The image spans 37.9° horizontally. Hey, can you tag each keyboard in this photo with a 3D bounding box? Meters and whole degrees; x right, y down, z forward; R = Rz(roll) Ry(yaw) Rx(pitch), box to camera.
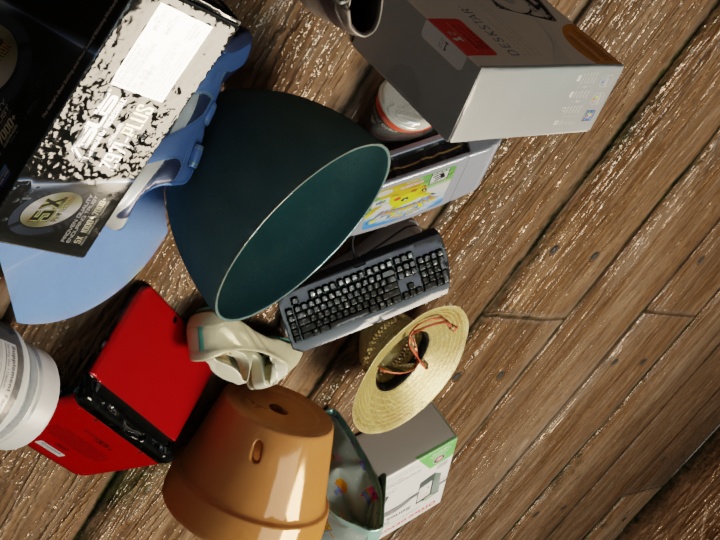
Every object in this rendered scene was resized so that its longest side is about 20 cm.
[{"bbox_3d":[0.000,0.000,1.150,0.198,0.021,0.129,-22,104,-12],"label":"keyboard"}]

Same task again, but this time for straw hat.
[{"bbox_3d":[0.042,0.101,1.327,0.200,0.085,0.203,-30,144,-25],"label":"straw hat"}]

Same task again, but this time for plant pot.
[{"bbox_3d":[-0.115,0.221,1.222,0.199,0.199,0.142,5,111,-50],"label":"plant pot"},{"bbox_3d":[-0.090,-0.076,0.896,0.200,0.135,0.200,-41,165,-13],"label":"plant pot"}]

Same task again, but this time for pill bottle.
[{"bbox_3d":[-0.345,0.079,0.855,0.114,0.114,0.200,-42,149,4],"label":"pill bottle"}]

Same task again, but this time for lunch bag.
[{"bbox_3d":[-0.044,0.315,1.390,0.121,0.200,0.172,-13,139,-36],"label":"lunch bag"}]

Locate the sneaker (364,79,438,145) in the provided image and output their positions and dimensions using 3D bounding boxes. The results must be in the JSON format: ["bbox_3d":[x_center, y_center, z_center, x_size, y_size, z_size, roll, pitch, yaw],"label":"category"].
[{"bbox_3d":[0.083,-0.169,1.069,0.198,0.078,0.082,-12,162,-34],"label":"sneaker"}]

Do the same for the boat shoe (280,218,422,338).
[{"bbox_3d":[-0.003,0.020,1.193,0.200,0.067,0.074,-43,148,3],"label":"boat shoe"}]

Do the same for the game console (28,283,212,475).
[{"bbox_3d":[-0.261,0.119,1.086,0.170,0.120,0.200,-11,150,11],"label":"game console"}]

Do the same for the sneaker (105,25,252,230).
[{"bbox_3d":[-0.154,-0.115,0.814,0.200,0.074,0.083,-46,127,-20],"label":"sneaker"}]

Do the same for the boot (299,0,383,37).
[{"bbox_3d":[-0.024,-0.270,0.733,0.070,0.147,0.201,-26,146,-17],"label":"boot"}]

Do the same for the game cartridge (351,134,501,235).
[{"bbox_3d":[0.043,-0.087,1.077,0.198,0.041,0.133,-20,169,-10],"label":"game cartridge"}]

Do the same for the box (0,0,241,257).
[{"bbox_3d":[-0.197,-0.140,0.692,0.201,0.164,0.086,-51,147,18],"label":"box"}]

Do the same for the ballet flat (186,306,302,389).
[{"bbox_3d":[-0.125,0.098,1.154,0.069,0.070,0.200,-45,147,9],"label":"ballet flat"}]

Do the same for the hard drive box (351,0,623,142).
[{"bbox_3d":[0.118,-0.198,0.969,0.198,0.156,0.077,-11,139,-40],"label":"hard drive box"}]

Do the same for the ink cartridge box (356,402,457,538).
[{"bbox_3d":[0.059,0.309,1.603,0.145,0.084,0.201,-25,146,-23],"label":"ink cartridge box"}]

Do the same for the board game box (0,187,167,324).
[{"bbox_3d":[-0.240,-0.048,0.882,0.157,0.039,0.201,-34,150,-29],"label":"board game box"}]
